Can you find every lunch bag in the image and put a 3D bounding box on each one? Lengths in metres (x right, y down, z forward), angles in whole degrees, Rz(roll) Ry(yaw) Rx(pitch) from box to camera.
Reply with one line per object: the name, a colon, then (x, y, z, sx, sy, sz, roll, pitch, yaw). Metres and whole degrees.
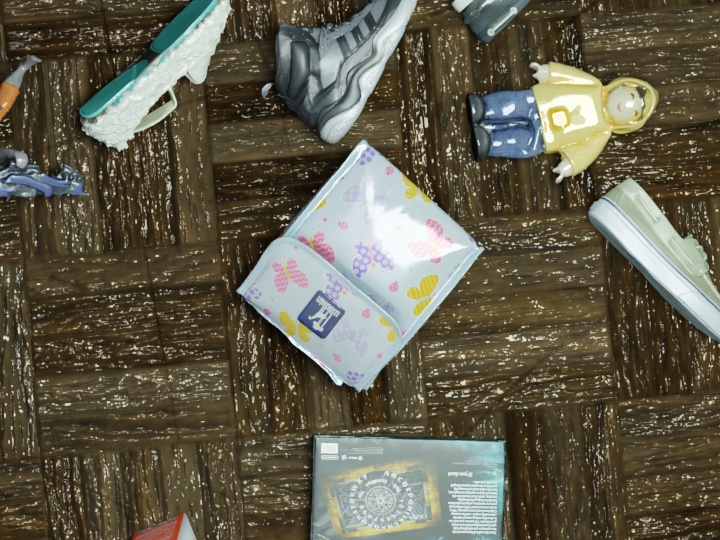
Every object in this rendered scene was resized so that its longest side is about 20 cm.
lunch bag: (0.000, 0.000, 1.695, 0.169, 0.127, 0.200, 42, 93, 0)

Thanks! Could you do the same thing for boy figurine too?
boy figurine: (0.210, -0.153, 1.743, 0.198, 0.064, 0.125, -6, 86, -1)

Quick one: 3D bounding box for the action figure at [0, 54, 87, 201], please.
action figure: (-0.374, -0.126, 1.704, 0.199, 0.104, 0.195, 11, 95, -31)

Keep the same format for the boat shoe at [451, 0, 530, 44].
boat shoe: (0.187, -0.311, 1.734, 0.200, 0.076, 0.060, -37, 97, 16)

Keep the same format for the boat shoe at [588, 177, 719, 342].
boat shoe: (0.321, -0.010, 1.742, 0.062, 0.072, 0.200, -44, 89, -1)

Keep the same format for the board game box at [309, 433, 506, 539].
board game box: (0.048, 0.237, 1.737, 0.198, 0.028, 0.137, 2, 89, -4)

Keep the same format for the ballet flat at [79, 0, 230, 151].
ballet flat: (-0.198, -0.199, 1.723, 0.200, 0.072, 0.072, -43, 92, -2)

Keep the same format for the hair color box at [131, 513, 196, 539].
hair color box: (-0.179, 0.301, 1.634, 0.061, 0.200, 0.102, -22, 90, -4)

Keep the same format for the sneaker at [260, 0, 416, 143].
sneaker: (-0.022, -0.239, 1.721, 0.113, 0.075, 0.201, 28, 89, -5)
